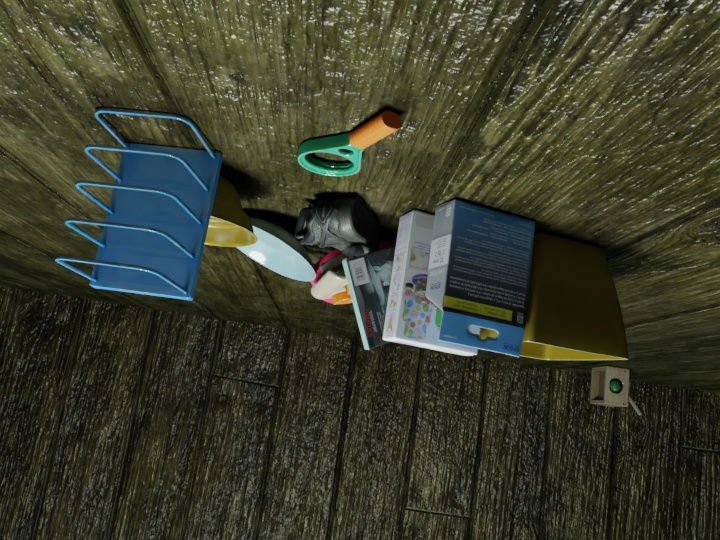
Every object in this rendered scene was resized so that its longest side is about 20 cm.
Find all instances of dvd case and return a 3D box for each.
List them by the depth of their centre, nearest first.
[{"bbox_3d":[0.078,0.029,1.033,0.198,0.148,0.022,-16,180,-26],"label":"dvd case"}]

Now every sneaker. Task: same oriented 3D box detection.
[{"bbox_3d":[-0.034,-0.061,1.041,0.113,0.077,0.199,6,165,20],"label":"sneaker"}]

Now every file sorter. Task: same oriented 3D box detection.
[{"bbox_3d":[-0.273,-0.081,0.797,0.137,0.202,0.123,6,166,8],"label":"file sorter"}]

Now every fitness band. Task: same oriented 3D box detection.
[{"bbox_3d":[0.000,0.000,1.224,0.198,0.038,0.144,-24,144,15],"label":"fitness band"}]

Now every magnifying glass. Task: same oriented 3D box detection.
[{"bbox_3d":[-0.013,-0.144,0.751,0.079,0.023,0.199,14,166,-25],"label":"magnifying glass"}]

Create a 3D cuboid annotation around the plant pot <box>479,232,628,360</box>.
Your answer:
[{"bbox_3d":[0.298,0.046,1.057,0.198,0.179,0.200,11,168,-22],"label":"plant pot"}]

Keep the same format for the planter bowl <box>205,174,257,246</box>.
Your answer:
[{"bbox_3d":[-0.246,-0.102,0.965,0.198,0.084,0.200,8,169,1],"label":"planter bowl"}]

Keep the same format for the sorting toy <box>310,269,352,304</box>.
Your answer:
[{"bbox_3d":[0.023,0.029,1.150,0.198,0.037,0.185,-2,168,-16],"label":"sorting toy"}]

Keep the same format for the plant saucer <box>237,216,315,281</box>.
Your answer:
[{"bbox_3d":[-0.163,-0.049,1.187,0.199,0.039,0.201,24,160,9],"label":"plant saucer"}]

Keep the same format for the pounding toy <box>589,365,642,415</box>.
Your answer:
[{"bbox_3d":[1.082,0.509,2.726,0.140,0.186,0.200,8,168,-2],"label":"pounding toy"}]

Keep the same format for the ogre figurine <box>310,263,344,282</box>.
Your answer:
[{"bbox_3d":[-0.064,0.010,1.352,0.119,0.099,0.200,15,162,31],"label":"ogre figurine"}]

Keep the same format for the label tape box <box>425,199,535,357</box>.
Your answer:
[{"bbox_3d":[0.171,0.014,0.934,0.142,0.202,0.066,13,170,-21],"label":"label tape box"}]

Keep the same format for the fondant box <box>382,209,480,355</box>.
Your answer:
[{"bbox_3d":[0.121,0.021,1.008,0.143,0.202,0.058,13,168,-19],"label":"fondant box"}]
